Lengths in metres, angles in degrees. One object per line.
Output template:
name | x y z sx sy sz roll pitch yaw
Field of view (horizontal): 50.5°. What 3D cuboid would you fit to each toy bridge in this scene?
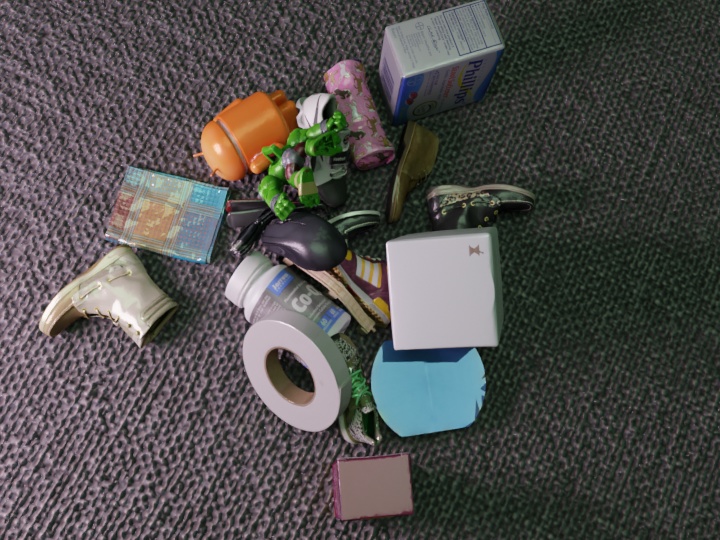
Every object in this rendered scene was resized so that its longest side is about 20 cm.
toy bridge | -0.046 0.036 1.290 0.199 0.067 0.027 43 73 -9

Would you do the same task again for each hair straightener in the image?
hair straightener | -0.141 -0.092 1.355 0.194 0.042 0.078 1 42 -10

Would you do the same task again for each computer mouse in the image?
computer mouse | -0.110 -0.059 1.238 0.196 0.054 0.139 19 50 29

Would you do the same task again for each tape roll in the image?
tape roll | -0.102 0.161 1.214 0.202 0.204 0.037 43 43 9

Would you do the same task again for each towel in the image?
towel | -0.341 -0.100 1.361 0.194 0.022 0.151 13 73 0

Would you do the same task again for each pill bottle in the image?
pill bottle | -0.123 0.064 1.280 0.198 0.114 0.115 36 74 6

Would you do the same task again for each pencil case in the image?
pencil case | -0.002 -0.286 1.408 0.085 0.083 0.205 -20 75 9

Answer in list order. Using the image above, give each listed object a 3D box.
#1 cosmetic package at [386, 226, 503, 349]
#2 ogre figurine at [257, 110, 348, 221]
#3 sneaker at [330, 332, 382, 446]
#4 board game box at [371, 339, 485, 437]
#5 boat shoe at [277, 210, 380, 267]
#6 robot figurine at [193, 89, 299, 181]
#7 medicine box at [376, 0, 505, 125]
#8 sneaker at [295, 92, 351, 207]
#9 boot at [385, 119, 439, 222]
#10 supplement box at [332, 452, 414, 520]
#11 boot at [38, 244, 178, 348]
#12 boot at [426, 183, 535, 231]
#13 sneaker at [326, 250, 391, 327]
cosmetic package | 0.142 0.024 1.224 0.161 0.200 0.173 -3 94 13
ogre figurine | -0.105 -0.178 1.274 0.097 0.119 0.206 17 87 -40
sneaker | -0.003 0.195 1.222 0.076 0.088 0.205 -28 111 -28
board game box | 0.114 0.193 1.300 0.194 0.039 0.163 -8 81 -4
boat shoe | -0.054 -0.055 1.341 0.195 0.074 0.062 -14 75 -5
robot figurine | -0.202 -0.240 1.364 0.198 0.116 0.146 -35 93 -14
medicine box | 0.140 -0.374 1.390 0.195 0.183 0.105 -18 76 -8
sneaker | -0.052 -0.212 1.347 0.074 0.087 0.205 -29 108 -45
boot | 0.094 -0.175 1.391 0.074 0.074 0.205 19 71 -8
supplement box | 0.014 0.331 1.165 0.107 0.200 0.088 -3 74 -5
boot | -0.421 0.075 1.280 0.200 0.072 0.155 -43 83 -15
boot | 0.214 -0.074 1.364 0.194 0.073 0.155 2 72 1
sneaker | 0.000 0.000 1.314 0.090 0.074 0.201 -47 108 -21
